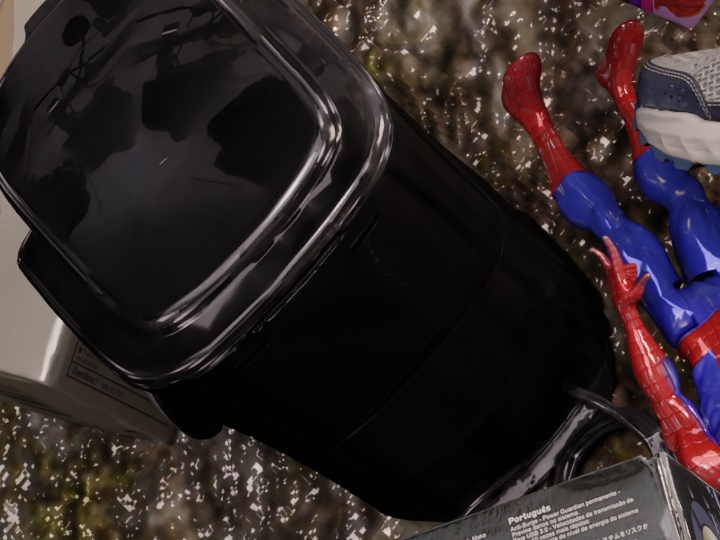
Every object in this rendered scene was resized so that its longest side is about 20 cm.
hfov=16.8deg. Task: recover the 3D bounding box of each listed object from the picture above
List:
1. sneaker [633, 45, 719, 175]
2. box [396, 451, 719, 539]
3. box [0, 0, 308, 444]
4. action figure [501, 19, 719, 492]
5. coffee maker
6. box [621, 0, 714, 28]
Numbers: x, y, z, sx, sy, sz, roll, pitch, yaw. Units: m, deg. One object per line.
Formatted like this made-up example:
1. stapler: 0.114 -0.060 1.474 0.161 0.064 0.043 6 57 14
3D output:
1. sneaker: 0.162 -0.072 0.741 0.199 0.077 0.086 2 94 52
2. box: 0.036 0.142 0.740 0.199 0.164 0.087 -21 65 19
3. box: -0.092 -0.047 0.907 0.077 0.095 0.202 11 77 29
4. action figure: 0.110 0.006 0.810 0.065 0.052 0.201 -16 63 -18
5. coffee maker: 0.000 0.000 0.783 0.191 0.200 0.136 18 82 29
6. box: 0.086 -0.166 0.715 0.136 0.200 0.039 19 52 -12
